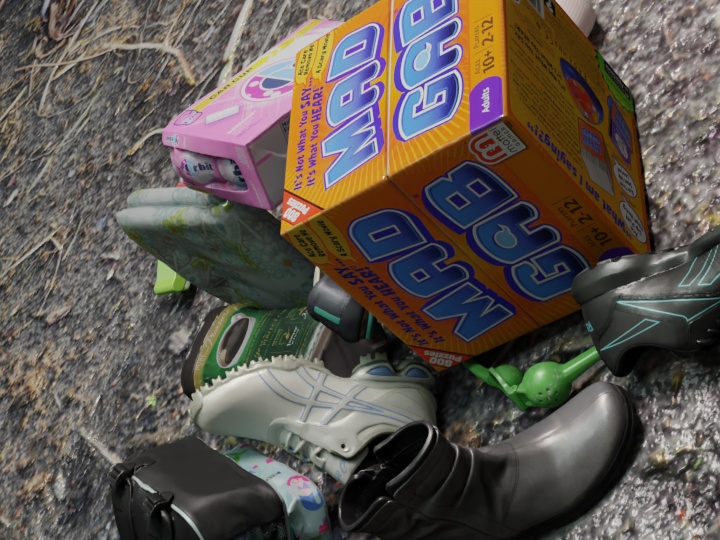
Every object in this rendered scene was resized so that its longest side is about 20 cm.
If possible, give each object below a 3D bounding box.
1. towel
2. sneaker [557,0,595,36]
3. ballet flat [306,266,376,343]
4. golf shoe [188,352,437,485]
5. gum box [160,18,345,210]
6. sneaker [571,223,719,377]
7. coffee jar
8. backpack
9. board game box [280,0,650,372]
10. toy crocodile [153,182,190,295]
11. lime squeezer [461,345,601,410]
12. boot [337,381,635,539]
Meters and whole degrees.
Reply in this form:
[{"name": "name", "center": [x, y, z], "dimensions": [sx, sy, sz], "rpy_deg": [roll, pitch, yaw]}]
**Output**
[{"name": "towel", "center": [-0.115, -0.014, 1.428], "dimensions": [0.199, 0.171, 0.048], "rpy_deg": [1, 60, 52]}, {"name": "sneaker", "center": [0.130, -0.225, 1.375], "dimensions": [0.200, 0.075, 0.105], "rpy_deg": [33, 94, 49]}, {"name": "ballet flat", "center": [0.000, 0.000, 1.282], "dimensions": [0.073, 0.073, 0.200], "rpy_deg": [-39, 6, 24]}, {"name": "golf shoe", "center": [-0.034, 0.121, 1.216], "dimensions": [0.079, 0.198, 0.098], "rpy_deg": [99, 165, -56]}, {"name": "gum box", "center": [-0.062, -0.133, 1.318], "dimensions": [0.113, 0.067, 0.200], "rpy_deg": [14, 46, 45]}, {"name": "sneaker", "center": [0.241, 0.014, 1.062], "dimensions": [0.199, 0.075, 0.080], "rpy_deg": [-21, 73, 36]}, {"name": "coffee jar", "center": [-0.072, 0.082, 1.371], "dimensions": [0.199, 0.085, 0.105], "rpy_deg": [-2, 58, 50]}, {"name": "backpack", "center": [-0.105, 0.240, 1.210], "dimensions": [0.177, 0.149, 0.202], "rpy_deg": [17, 116, 56]}, {"name": "board game box", "center": [0.081, -0.085, 1.188], "dimensions": [0.199, 0.200, 0.201], "rpy_deg": [-26, 41, 28]}, {"name": "toy crocodile", "center": [-0.176, -0.066, 1.646], "dimensions": [0.067, 0.062, 0.202], "rpy_deg": [-5, 59, 50]}, {"name": "lime squeezer", "center": [0.127, 0.072, 1.171], "dimensions": [0.199, 0.038, 0.071], "rpy_deg": [-13, 53, 47]}, {"name": "boot", "center": [0.088, 0.136, 1.082], "dimensions": [0.200, 0.131, 0.070], "rpy_deg": [-47, 34, 14]}]
